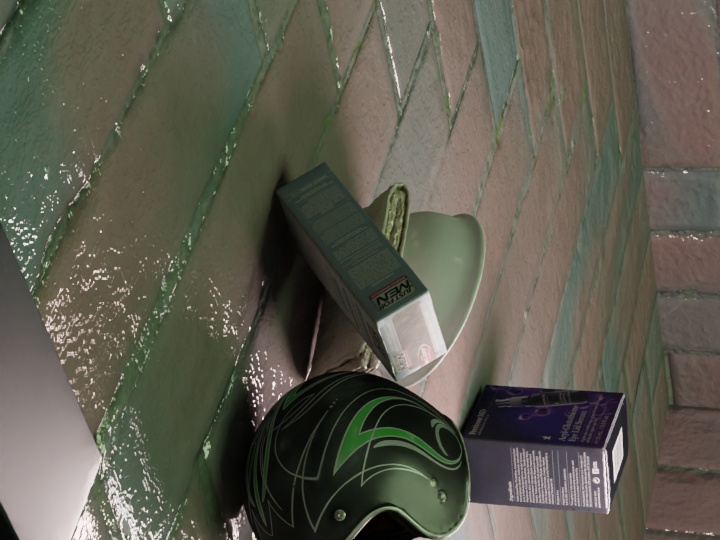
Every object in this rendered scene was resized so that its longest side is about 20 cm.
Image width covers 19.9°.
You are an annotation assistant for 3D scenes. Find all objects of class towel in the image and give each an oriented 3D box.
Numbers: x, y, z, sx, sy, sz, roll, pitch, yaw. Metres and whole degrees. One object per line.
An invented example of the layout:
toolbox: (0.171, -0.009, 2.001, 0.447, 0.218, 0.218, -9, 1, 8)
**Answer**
towel: (-0.003, 0.020, 2.068, 0.133, 0.034, 0.200, -33, -138, 57)

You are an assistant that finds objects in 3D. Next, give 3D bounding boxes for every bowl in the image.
bowl: (0.039, 0.016, 2.151, 0.201, 0.090, 0.201, -49, -153, 36)

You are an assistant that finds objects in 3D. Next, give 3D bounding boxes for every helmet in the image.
helmet: (-0.015, 0.192, 1.910, 0.190, 0.200, 0.200, 13, 77, -28)

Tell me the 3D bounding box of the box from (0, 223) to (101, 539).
box: (-0.262, 0.074, 1.108, 0.200, 0.182, 0.104, 76, 24, -45)

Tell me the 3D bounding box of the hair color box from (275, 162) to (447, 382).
hair color box: (0.000, 0.000, 1.944, 0.200, 0.061, 0.099, 53, -11, 38)

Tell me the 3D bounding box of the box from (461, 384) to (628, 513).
box: (0.245, 0.236, 2.728, 0.148, 0.200, 0.104, -59, 147, -58)
